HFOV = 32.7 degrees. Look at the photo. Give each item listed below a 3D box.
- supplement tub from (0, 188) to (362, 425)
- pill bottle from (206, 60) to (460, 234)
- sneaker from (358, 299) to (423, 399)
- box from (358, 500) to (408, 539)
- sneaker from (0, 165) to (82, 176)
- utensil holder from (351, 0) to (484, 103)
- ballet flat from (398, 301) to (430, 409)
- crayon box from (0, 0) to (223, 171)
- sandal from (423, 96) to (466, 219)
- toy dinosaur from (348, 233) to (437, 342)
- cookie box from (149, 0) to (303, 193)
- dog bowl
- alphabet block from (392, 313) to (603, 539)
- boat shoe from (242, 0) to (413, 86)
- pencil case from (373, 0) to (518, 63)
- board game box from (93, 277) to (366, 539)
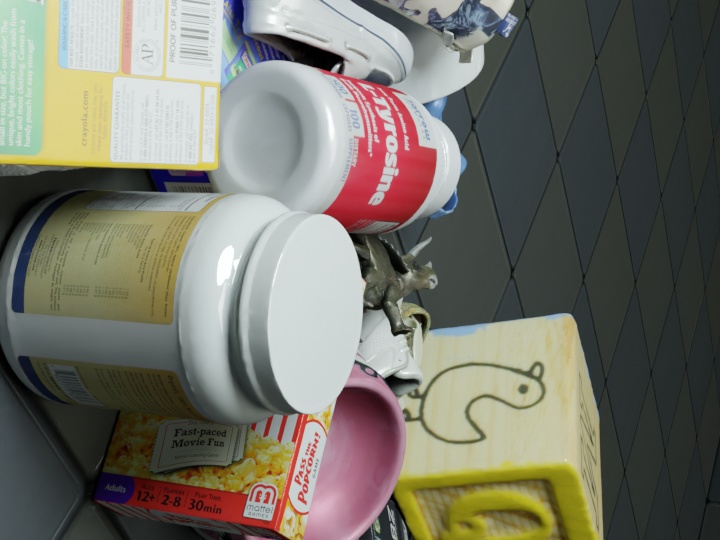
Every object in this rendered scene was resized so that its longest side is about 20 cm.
[{"bbox_3d":[-0.113,0.022,0.780,0.144,0.200,0.144,-15,106,-63],"label":"supplement tub"},{"bbox_3d":[-0.011,-0.083,0.891,0.200,0.112,0.112,1,92,-57],"label":"pill bottle"},{"bbox_3d":[0.019,0.078,1.165,0.078,0.099,0.200,82,27,-53],"label":"sneaker"},{"bbox_3d":[0.016,0.312,1.164,0.161,0.049,0.200,60,20,-60],"label":"box"},{"bbox_3d":[-0.174,-0.123,0.757,0.200,0.075,0.115,-16,107,-48],"label":"sneaker"},{"bbox_3d":[0.017,-0.261,1.060,0.170,0.170,0.200,-54,142,-48],"label":"utensil holder"},{"bbox_3d":[0.021,0.110,1.219,0.200,0.071,0.071,-66,147,-36],"label":"ballet flat"},{"bbox_3d":[-0.169,-0.121,0.676,0.200,0.052,0.126,-3,98,-45],"label":"crayon box"},{"bbox_3d":[0.062,-0.113,1.175,0.200,0.087,0.080,103,1,-60],"label":"sandal"},{"bbox_3d":[0.000,0.000,1.032,0.200,0.077,0.102,36,42,-58],"label":"toy dinosaur"},{"bbox_3d":[-0.095,-0.155,0.939,0.200,0.075,0.171,-58,142,-44],"label":"cookie box"},{"bbox_3d":[-0.047,0.149,0.983,0.200,0.074,0.200,-20,122,-35],"label":"dog bowl"},{"bbox_3d":[0.151,0.190,1.310,0.200,0.195,0.196,-82,156,-45],"label":"alphabet block"},{"bbox_3d":[-0.027,-0.168,0.924,0.200,0.074,0.065,21,78,-53],"label":"boat shoe"},{"bbox_3d":[0.028,-0.232,0.929,0.200,0.078,0.089,18,82,-32],"label":"pencil case"},{"bbox_3d":[-0.092,0.086,0.887,0.046,0.151,0.200,49,49,-55],"label":"board game box"}]
